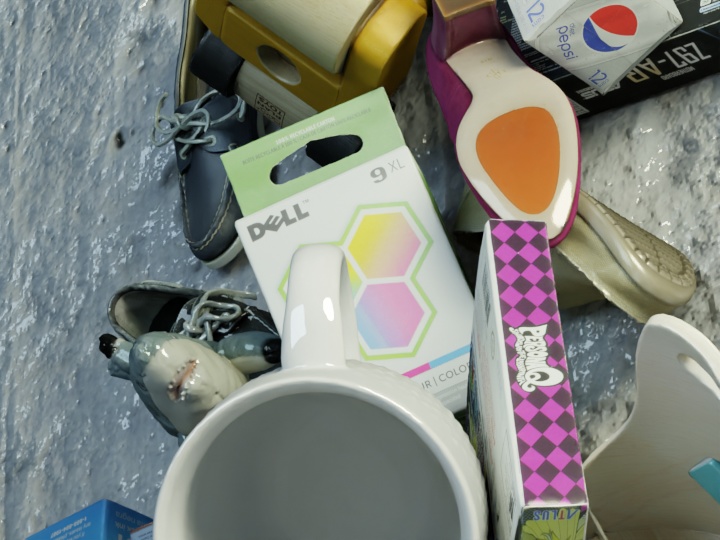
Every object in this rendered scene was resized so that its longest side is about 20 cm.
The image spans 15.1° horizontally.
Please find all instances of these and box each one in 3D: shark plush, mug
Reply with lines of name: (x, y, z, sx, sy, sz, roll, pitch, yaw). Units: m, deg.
shark plush: (-0.107, 0.049, 1.518, 0.091, 0.083, 0.200, -63, 16, 6)
mug: (-0.013, 0.088, 1.270, 0.147, 0.175, 0.201, -4, 94, 6)

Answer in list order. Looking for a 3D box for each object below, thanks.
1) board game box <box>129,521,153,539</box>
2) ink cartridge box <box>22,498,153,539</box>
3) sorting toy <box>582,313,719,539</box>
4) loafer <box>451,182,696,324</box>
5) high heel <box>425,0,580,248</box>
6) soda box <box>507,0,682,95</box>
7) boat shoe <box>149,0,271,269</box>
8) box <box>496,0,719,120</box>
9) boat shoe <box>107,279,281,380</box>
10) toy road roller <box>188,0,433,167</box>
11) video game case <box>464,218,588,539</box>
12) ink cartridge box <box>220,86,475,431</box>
board game box: (-0.036, 0.157, 1.425, 0.199, 0.019, 0.104, -25, 76, 38)
ink cartridge box: (-0.169, 0.255, 1.571, 0.146, 0.086, 0.201, -29, 45, 35)
sorting toy: (0.163, 0.115, 1.177, 0.106, 0.181, 0.200, -21, 42, -5)
loafer: (0.109, -0.008, 1.434, 0.068, 0.075, 0.200, -58, 27, 5)
high heel: (0.080, -0.068, 1.442, 0.067, 0.096, 0.201, -13, 50, 1)
soda box: (0.107, -0.192, 1.485, 0.063, 0.068, 0.201, -42, 40, 23)
boat shoe: (-0.094, -0.098, 1.736, 0.075, 0.062, 0.201, -17, 54, 40)
box: (0.162, -0.176, 1.503, 0.199, 0.043, 0.161, -18, 53, 42)
boat shoe: (-0.085, 0.044, 1.626, 0.199, 0.068, 0.074, 27, 87, 54)
toy road roller: (-0.011, -0.164, 1.593, 0.146, 0.123, 0.200, -52, -8, -21)
video game case: (0.076, 0.107, 1.306, 0.201, 0.036, 0.182, -94, 6, -51)
ink cartridge box: (0.000, 0.000, 1.463, 0.103, 0.059, 0.201, -23, 75, 4)
